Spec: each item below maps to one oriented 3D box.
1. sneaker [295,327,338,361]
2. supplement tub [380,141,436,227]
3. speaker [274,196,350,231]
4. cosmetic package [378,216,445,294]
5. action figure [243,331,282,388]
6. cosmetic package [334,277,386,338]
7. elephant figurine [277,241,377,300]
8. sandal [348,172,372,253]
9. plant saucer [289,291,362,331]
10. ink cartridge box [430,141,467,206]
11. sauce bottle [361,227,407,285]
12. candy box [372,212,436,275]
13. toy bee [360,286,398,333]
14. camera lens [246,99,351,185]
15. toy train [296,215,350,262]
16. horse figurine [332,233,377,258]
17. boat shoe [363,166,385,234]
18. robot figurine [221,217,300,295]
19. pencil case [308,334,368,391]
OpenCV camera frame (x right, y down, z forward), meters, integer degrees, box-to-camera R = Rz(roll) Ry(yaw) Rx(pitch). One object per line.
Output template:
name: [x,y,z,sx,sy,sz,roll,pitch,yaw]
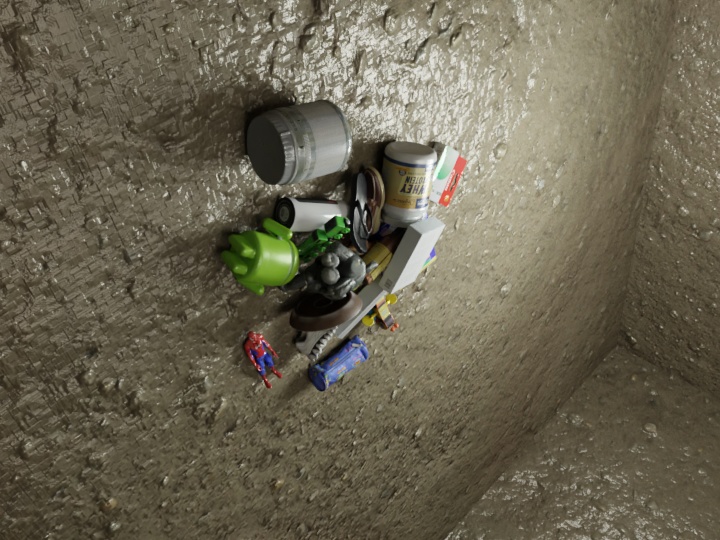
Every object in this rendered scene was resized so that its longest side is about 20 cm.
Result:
sneaker: [-0.106,0.150,1.760,0.202,0.080,0.075,-56,-177,13]
supplement tub: [0.123,-0.232,1.748,0.143,0.143,0.204,-18,125,-41]
speaker: [-0.113,-0.135,1.591,0.198,0.081,0.083,-3,116,-47]
cosmetic package: [0.142,-0.044,1.784,0.150,0.051,0.202,-21,143,-55]
action figure: [-0.255,0.227,1.689,0.065,0.051,0.202,-38,135,-21]
cosmetic package: [-0.006,0.104,1.841,0.200,0.051,0.083,-46,171,-2]
elephant figurine: [-0.088,0.013,1.622,0.155,0.199,0.143,41,57,-16]
sandal: [0.003,-0.146,1.637,0.076,0.042,0.205,4,84,-64]
plant saucer: [-0.093,0.094,1.675,0.198,0.198,0.033,-31,117,-32]
ink cartridge box: [0.259,-0.280,1.955,0.198,0.050,0.164,14,102,-50]
sauce bottle: [0.063,-0.048,1.759,0.200,0.065,0.067,-45,140,-20]
candy box: [0.131,-0.070,1.915,0.168,0.077,0.202,-40,139,-22]
toy bee: [0.069,0.128,1.948,0.132,0.108,0.200,-55,142,-9]
camera lens: [-0.129,-0.280,1.416,0.198,0.159,0.163,-23,129,-38]
toy train: [-0.100,-0.076,1.589,0.056,0.043,0.199,8,149,-42]
horse figurine: [-0.021,-0.060,1.729,0.131,0.050,0.200,-30,158,1]
boat shoe: [0.014,-0.176,1.723,0.071,0.072,0.203,-26,138,-34]
robot figurine: [-0.224,-0.027,1.502,0.198,0.115,0.178,10,113,-49]
pencil case: [-0.060,0.272,1.911,0.199,0.078,0.087,-33,164,-32]
